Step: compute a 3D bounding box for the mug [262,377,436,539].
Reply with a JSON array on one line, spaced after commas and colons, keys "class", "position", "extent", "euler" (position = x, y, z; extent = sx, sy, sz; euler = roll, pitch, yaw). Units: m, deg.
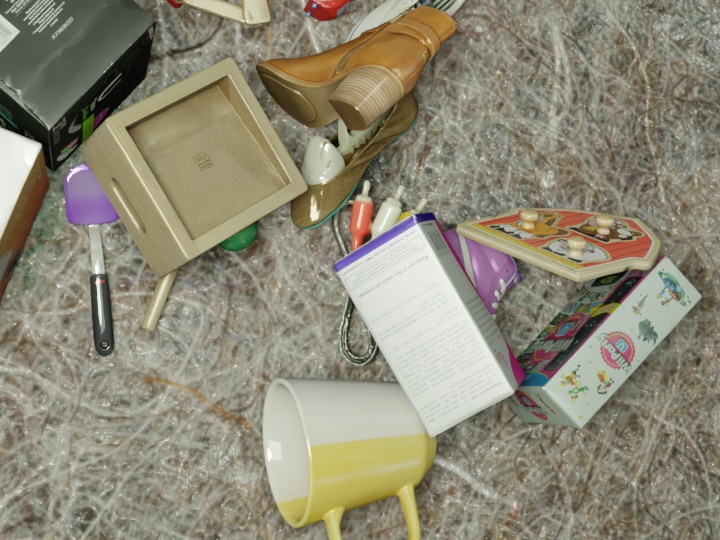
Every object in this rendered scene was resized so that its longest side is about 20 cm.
[{"class": "mug", "position": [-0.006, 0.196, 1.201], "extent": [0.153, 0.149, 0.187], "euler": [-5, 91, -23]}]

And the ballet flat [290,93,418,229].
[{"class": "ballet flat", "position": [-0.014, -0.135, 1.255], "extent": [0.200, 0.068, 0.072], "euler": [-45, 140, -14]}]

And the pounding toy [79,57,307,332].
[{"class": "pounding toy", "position": [-0.178, -0.074, 1.196], "extent": [0.184, 0.142, 0.200], "euler": [-33, 95, -29]}]

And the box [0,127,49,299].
[{"class": "box", "position": [-0.374, -0.051, 1.096], "extent": [0.106, 0.200, 0.153], "euler": [22, 80, -10]}]

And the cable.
[{"class": "cable", "position": [0.000, 0.000, 1.261], "extent": [0.097, 0.050, 0.200], "euler": [17, 82, 1]}]

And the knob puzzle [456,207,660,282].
[{"class": "knob puzzle", "position": [0.236, -0.045, 1.260], "extent": [0.219, 0.220, 0.031], "euler": [-2, 111, -14]}]

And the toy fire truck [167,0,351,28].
[{"class": "toy fire truck", "position": [-0.112, -0.316, 1.266], "extent": [0.200, 0.049, 0.141], "euler": [31, 78, -10]}]

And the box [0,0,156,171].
[{"class": "box", "position": [-0.296, -0.204, 1.131], "extent": [0.124, 0.200, 0.149], "euler": [42, 77, -5]}]

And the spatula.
[{"class": "spatula", "position": [-0.274, -0.011, 1.209], "extent": [0.056, 0.021, 0.201], "euler": [-4, 86, -16]}]

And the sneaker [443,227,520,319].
[{"class": "sneaker", "position": [0.136, 0.048, 1.281], "extent": [0.114, 0.073, 0.201], "euler": [-14, 88, -18]}]

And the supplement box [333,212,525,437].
[{"class": "supplement box", "position": [0.073, 0.052, 1.183], "extent": [0.103, 0.101, 0.200], "euler": [-32, 85, 15]}]

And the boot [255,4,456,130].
[{"class": "boot", "position": [-0.007, -0.226, 1.225], "extent": [0.155, 0.200, 0.077], "euler": [-48, 125, -19]}]

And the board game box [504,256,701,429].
[{"class": "board game box", "position": [0.253, 0.078, 1.266], "extent": [0.064, 0.148, 0.200], "euler": [46, 76, -7]}]

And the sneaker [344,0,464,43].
[{"class": "sneaker", "position": [0.049, -0.279, 1.291], "extent": [0.073, 0.071, 0.200], "euler": [42, 76, -7]}]
